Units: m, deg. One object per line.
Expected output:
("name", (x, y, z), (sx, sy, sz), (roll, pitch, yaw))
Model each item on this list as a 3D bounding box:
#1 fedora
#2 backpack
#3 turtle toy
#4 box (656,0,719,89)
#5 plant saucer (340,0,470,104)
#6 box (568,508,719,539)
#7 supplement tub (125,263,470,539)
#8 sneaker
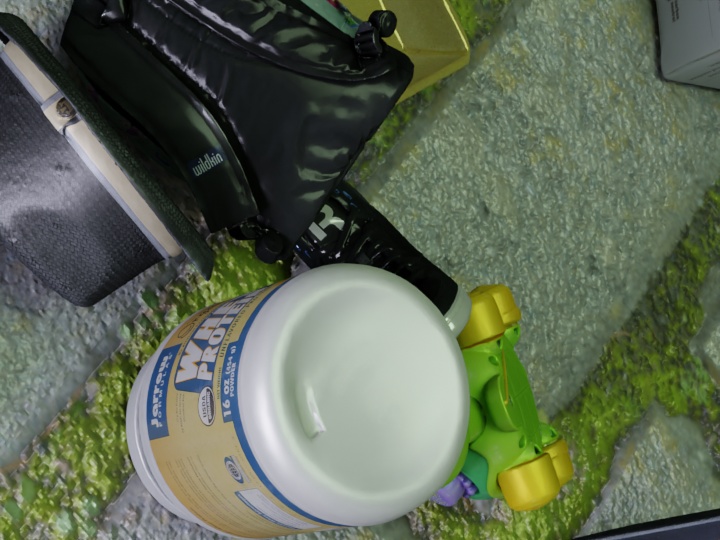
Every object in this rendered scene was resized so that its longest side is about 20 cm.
("fedora", (-0.176, -0.051, 1.191), (0.091, 0.201, 0.201), (-40, 105, -3))
("backpack", (-0.087, -0.120, 1.242), (0.199, 0.127, 0.168), (35, 85, -3))
("turtle toy", (0.064, 0.093, 1.326), (0.200, 0.100, 0.147), (-14, 84, -76))
("box", (0.349, -0.261, 1.601), (0.170, 0.199, 0.201), (6, 73, -34))
("plant saucer", (-0.041, -0.191, 1.380), (0.199, 0.048, 0.201), (-32, 97, -38))
("box", (0.243, 0.262, 1.373), (0.122, 0.199, 0.201), (-8, 83, -38))
("supplement tub", (-0.043, 0.082, 1.196), (0.143, 0.199, 0.146), (7, 77, -30))
("sneaker", (0.000, 0.000, 1.288), (0.112, 0.200, 0.073), (44, 90, -12))
